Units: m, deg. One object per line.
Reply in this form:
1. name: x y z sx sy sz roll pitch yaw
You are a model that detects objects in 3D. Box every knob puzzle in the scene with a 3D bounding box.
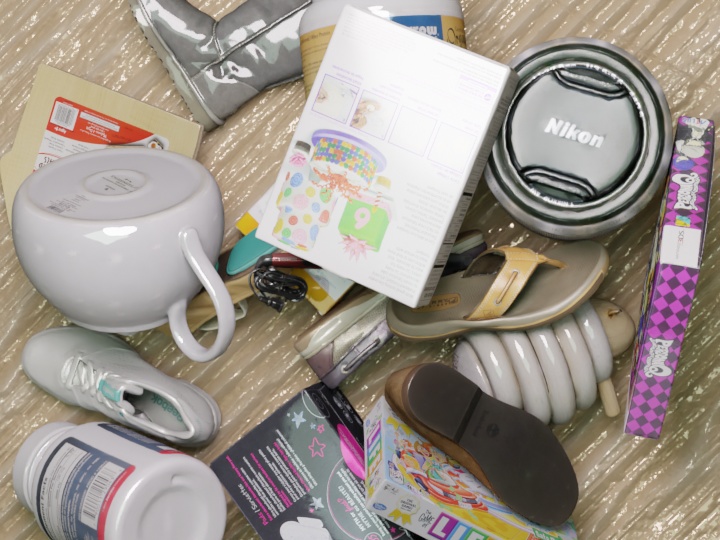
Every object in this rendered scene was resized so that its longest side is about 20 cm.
1. knob puzzle: -0.249 -0.070 1.481 0.217 0.030 0.222 1 93 16

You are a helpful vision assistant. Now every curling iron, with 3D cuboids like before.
1. curling iron: 0.000 0.000 1.373 0.198 0.026 0.050 -8 117 -10

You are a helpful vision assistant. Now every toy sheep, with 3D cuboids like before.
1. toy sheep: 0.151 0.081 1.384 0.199 0.138 0.139 -23 86 -11

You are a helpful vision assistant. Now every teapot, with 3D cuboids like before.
1. teapot: -0.204 -0.009 1.372 0.195 0.200 0.147 -2 116 -1

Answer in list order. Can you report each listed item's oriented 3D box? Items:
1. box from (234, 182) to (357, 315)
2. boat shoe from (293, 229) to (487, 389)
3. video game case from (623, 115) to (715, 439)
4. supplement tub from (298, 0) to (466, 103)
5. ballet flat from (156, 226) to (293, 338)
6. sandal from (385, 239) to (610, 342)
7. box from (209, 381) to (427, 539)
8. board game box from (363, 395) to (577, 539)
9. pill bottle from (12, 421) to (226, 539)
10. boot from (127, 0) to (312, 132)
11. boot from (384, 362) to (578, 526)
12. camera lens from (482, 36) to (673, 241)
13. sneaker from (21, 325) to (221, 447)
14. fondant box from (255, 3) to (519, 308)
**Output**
1. box: -0.005 -0.071 1.450 0.200 0.041 0.119 -45 84 2
2. boat shoe: 0.035 0.034 1.421 0.199 0.072 0.065 -33 96 -11
3. video game case: 0.255 0.006 1.302 0.035 0.182 0.201 10 135 8
4. supplement tub: 0.022 -0.162 1.353 0.143 0.145 0.202 -6 90 7
5. ballet flat: -0.109 0.008 1.430 0.199 0.069 0.063 -25 122 29
6. sandal: 0.112 0.010 1.335 0.198 0.081 0.054 -11 131 13
7. box: -0.022 0.212 1.400 0.114 0.132 0.201 -37 85 8
8. board game box: 0.096 0.197 1.353 0.199 0.135 0.034 28 112 -14
9. pill bottle: -0.220 0.199 1.392 0.199 0.119 0.121 14 91 49
10. boot: -0.096 -0.244 1.447 0.199 0.073 0.183 -31 99 12
11. boot: 0.103 0.145 1.342 0.200 0.075 0.074 40 72 -17
12. camera lens: 0.181 -0.107 1.345 0.158 0.200 0.162 0 89 7
13. sneaker: -0.226 0.105 1.448 0.198 0.088 0.076 21 93 7
14. fondant box: 0.021 -0.090 1.252 0.143 0.058 0.202 23 95 12
